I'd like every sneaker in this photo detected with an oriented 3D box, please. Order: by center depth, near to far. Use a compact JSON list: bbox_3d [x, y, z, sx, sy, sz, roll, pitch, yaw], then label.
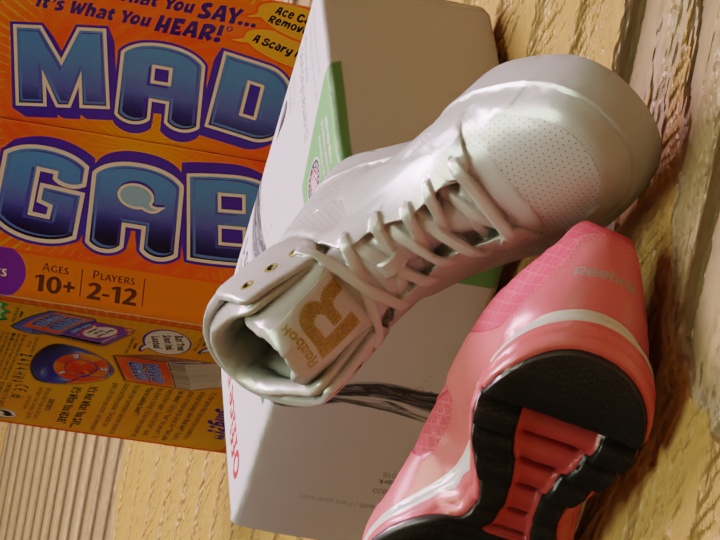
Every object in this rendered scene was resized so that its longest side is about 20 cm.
[{"bbox_3d":[0.058,0.059,1.032,0.200,0.073,0.087,122,167,-49],"label":"sneaker"},{"bbox_3d":[0.019,-0.003,1.034,0.116,0.074,0.200,-48,12,-33],"label":"sneaker"}]

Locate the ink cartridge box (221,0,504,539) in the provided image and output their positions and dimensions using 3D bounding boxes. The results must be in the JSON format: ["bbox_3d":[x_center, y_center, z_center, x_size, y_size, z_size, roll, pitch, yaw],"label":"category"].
[{"bbox_3d":[0.000,0.000,1.251,0.146,0.084,0.201,-97,21,-53],"label":"ink cartridge box"}]

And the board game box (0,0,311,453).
[{"bbox_3d":[-0.139,-0.033,1.625,0.200,0.199,0.201,125,152,-64],"label":"board game box"}]
